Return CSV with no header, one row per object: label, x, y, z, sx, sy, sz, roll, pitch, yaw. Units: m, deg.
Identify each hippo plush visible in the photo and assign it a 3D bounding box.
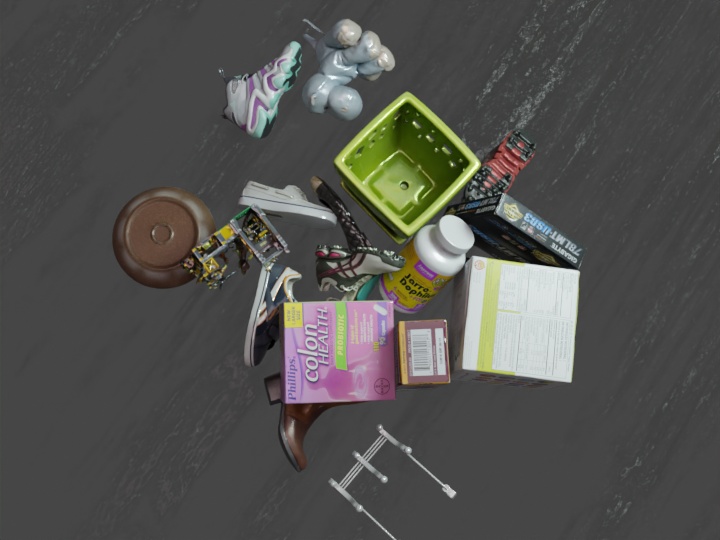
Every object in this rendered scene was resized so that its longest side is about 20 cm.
hippo plush,-0.048,-0.379,1.757,0.199,0.159,0.161,23,79,1

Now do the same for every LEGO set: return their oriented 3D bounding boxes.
LEGO set,-0.218,-0.021,1.688,0.200,0.154,0.116,-36,84,-23

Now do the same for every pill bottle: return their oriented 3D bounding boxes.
pill bottle,0.122,-0.013,1.672,0.104,0.200,0.105,19,47,-21

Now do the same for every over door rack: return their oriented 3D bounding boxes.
over door rack,0.061,0.398,1.670,0.200,0.067,0.148,41,81,5

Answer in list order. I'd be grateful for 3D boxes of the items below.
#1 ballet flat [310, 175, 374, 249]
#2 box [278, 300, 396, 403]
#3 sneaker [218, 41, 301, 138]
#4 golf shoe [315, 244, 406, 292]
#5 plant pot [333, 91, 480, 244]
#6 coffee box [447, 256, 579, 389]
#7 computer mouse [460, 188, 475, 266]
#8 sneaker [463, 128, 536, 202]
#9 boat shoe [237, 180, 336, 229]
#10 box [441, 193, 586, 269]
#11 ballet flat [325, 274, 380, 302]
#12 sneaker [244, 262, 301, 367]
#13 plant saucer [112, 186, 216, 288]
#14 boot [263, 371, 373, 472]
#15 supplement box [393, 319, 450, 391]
ballet flat,-0.042,-0.095,1.754,0.057,0.066,0.200,-34,82,2
box,-0.043,0.144,1.639,0.199,0.097,0.177,0,86,-9
sneaker,-0.208,-0.371,1.775,0.139,0.078,0.201,28,96,8
golf shoe,0.000,0.000,1.675,0.199,0.077,0.089,2,84,42
plant pot,0.080,-0.177,1.715,0.199,0.182,0.200,-44,84,-10
coffee box,0.271,0.102,1.665,0.197,0.200,0.201,7,79,-2
computer mouse,0.210,-0.089,1.775,0.109,0.044,0.201,22,80,2
sneaker,0.258,-0.184,1.761,0.071,0.098,0.201,42,65,-2
boat shoe,-0.134,-0.129,1.745,0.199,0.072,0.066,11,73,21
box,0.274,-0.063,1.666,0.200,0.198,0.050,30,75,-20
ballet flat,-0.026,0.052,1.730,0.062,0.067,0.200,30,79,15
sneaker,-0.162,0.086,1.709,0.079,0.078,0.201,11,78,5
plant saucer,-0.376,-0.067,1.748,0.199,0.037,0.201,1,80,-3
boot,-0.062,0.259,1.704,0.199,0.069,0.189,-14,73,-12
supplement box,0.102,0.155,1.647,0.085,0.200,0.111,-1,80,-4
